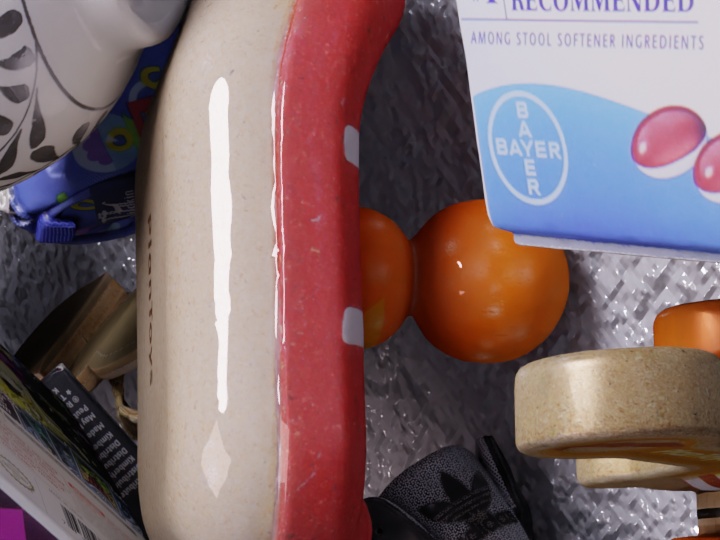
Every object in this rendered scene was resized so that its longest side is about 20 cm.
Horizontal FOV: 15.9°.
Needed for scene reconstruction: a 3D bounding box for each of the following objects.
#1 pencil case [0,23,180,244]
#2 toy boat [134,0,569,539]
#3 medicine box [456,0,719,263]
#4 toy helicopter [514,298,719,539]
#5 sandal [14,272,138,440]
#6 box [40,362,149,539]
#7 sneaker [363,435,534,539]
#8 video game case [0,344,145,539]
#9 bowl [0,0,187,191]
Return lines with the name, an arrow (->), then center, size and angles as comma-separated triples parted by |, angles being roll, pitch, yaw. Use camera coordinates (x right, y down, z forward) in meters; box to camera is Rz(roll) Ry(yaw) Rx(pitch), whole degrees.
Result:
pencil case -> -0.119, -0.102, 0.925 | 0.201, 0.086, 0.078 | 65, 156, 9
toy boat -> 0.000, 0.000, 0.787 | 0.131, 0.130, 0.202 | 140, 130, -75
medicine box -> 0.110, -0.110, 0.607 | 0.182, 0.103, 0.201 | 7, 111, 51
toy helicopter -> 0.104, 0.038, 0.613 | 0.131, 0.200, 0.080 | -6, 81, 31
sandal -> -0.065, 0.034, 0.951 | 0.070, 0.078, 0.211 | 43, 154, -14
box -> -0.092, 0.155, 0.936 | 0.200, 0.106, 0.122 | 48, 149, 1
sneaker -> 0.055, 0.102, 0.796 | 0.114, 0.075, 0.200 | 62, 146, 8
video game case -> -0.144, 0.027, 0.766 | 0.200, 0.036, 0.181 | 46, -178, -29
bowl -> -0.106, -0.108, 0.761 | 0.094, 0.201, 0.202 | -2, 107, 16
